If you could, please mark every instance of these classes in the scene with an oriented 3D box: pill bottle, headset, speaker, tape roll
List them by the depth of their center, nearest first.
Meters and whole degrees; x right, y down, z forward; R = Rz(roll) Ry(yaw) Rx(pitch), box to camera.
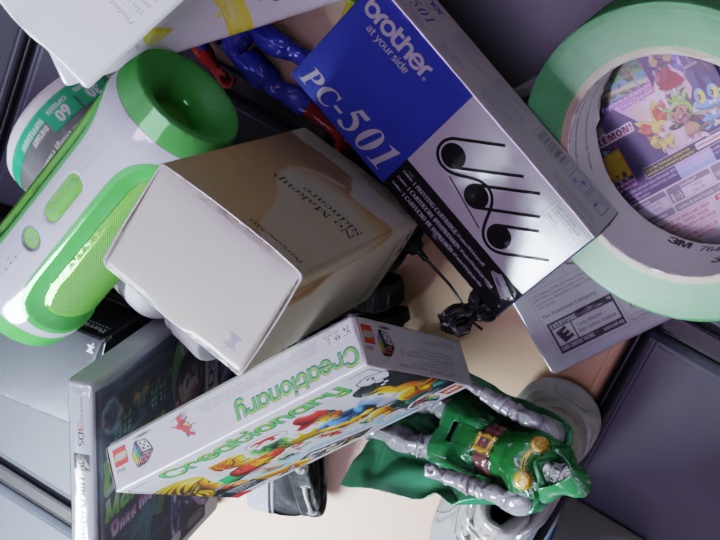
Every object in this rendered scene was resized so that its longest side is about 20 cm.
[{"bbox_3d":[0.195,-0.069,0.833,0.199,0.048,0.202,18,125,27],"label":"tape roll"},{"bbox_3d":[-0.160,-0.041,0.862,0.089,0.088,0.200,46,120,2],"label":"speaker"},{"bbox_3d":[0.000,0.000,0.957,0.198,0.094,0.125,19,112,25],"label":"headset"},{"bbox_3d":[-0.142,-0.041,0.969,0.200,0.113,0.113,44,116,16],"label":"pill bottle"}]

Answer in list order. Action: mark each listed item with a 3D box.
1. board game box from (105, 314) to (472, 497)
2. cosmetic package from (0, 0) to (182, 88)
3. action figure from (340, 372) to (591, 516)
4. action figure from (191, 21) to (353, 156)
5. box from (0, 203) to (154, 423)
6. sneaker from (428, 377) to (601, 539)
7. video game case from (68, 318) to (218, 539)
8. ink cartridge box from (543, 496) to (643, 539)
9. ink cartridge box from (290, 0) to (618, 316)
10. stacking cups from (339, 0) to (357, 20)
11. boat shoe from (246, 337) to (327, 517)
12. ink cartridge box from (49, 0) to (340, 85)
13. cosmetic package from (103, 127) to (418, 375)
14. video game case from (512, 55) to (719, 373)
[{"bbox_3d":[-0.044,0.090,0.877,0.199,0.126,0.035,-29,66,26],"label":"board game box"},{"bbox_3d":[-0.108,-0.204,0.747,0.199,0.071,0.101,-37,111,21],"label":"cosmetic package"},{"bbox_3d":[0.071,0.111,0.917,0.199,0.055,0.119,14,77,46],"label":"action figure"},{"bbox_3d":[-0.077,-0.157,0.967,0.199,0.052,0.066,39,119,9],"label":"action figure"},{"bbox_3d":[-0.243,0.026,1.031,0.198,0.141,0.080,20,111,15],"label":"box"},{"bbox_3d":[0.090,0.169,0.970,0.077,0.099,0.201,28,114,11],"label":"sneaker"},{"bbox_3d":[-0.147,0.128,0.992,0.023,0.200,0.184,8,109,17],"label":"video game case"},{"bbox_3d":[0.119,0.273,0.982,0.067,0.115,0.201,29,114,11],"label":"ink cartridge box"},{"bbox_3d":[0.056,-0.078,0.863,0.200,0.044,0.094,50,128,1],"label":"ink cartridge box"},{"bbox_3d":[0.034,-0.221,0.895,0.060,0.060,0.202,26,113,12],"label":"stacking cups"},{"bbox_3d":[-0.043,0.107,0.999,0.067,0.074,0.201,12,128,8],"label":"boat shoe"},{"bbox_3d":[-0.106,-0.214,0.830,0.198,0.084,0.146,-15,117,11],"label":"ink cartridge box"},{"bbox_3d":[-0.050,-0.019,0.822,0.105,0.200,0.071,37,111,9],"label":"cosmetic package"},{"bbox_3d":[0.166,-0.052,0.918,0.199,0.023,0.183,-28,95,27],"label":"video game case"}]
